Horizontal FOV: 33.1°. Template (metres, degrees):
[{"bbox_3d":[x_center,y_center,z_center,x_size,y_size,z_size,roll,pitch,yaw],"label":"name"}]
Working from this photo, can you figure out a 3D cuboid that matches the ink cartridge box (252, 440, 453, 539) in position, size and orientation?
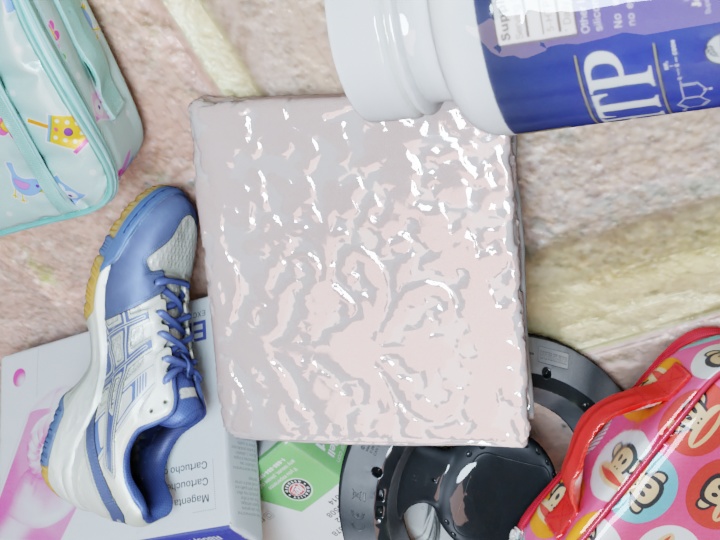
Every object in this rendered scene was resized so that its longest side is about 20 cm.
[{"bbox_3d":[-0.001,0.172,0.836,0.199,0.085,0.146,37,130,-14],"label":"ink cartridge box"}]

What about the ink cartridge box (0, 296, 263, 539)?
[{"bbox_3d":[-0.154,0.135,0.787,0.194,0.203,0.043,-16,158,27],"label":"ink cartridge box"}]

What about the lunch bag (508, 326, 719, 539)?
[{"bbox_3d":[0.187,0.140,0.706,0.176,0.082,0.201,38,98,-18],"label":"lunch bag"}]

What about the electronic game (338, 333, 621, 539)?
[{"bbox_3d":[0.083,0.136,0.753,0.197,0.042,0.203,-3,104,-10],"label":"electronic game"}]

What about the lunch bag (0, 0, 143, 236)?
[{"bbox_3d":[-0.216,-0.116,0.663,0.158,0.078,0.202,-8,126,23],"label":"lunch bag"}]

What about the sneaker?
[{"bbox_3d":[-0.120,0.053,0.726,0.087,0.075,0.203,19,98,28],"label":"sneaker"}]

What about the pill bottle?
[{"bbox_3d":[0.091,-0.123,0.535,0.197,0.120,0.121,-6,128,21],"label":"pill bottle"}]

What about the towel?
[{"bbox_3d":[0.000,0.000,0.681,0.188,0.032,0.203,0,104,17],"label":"towel"}]
